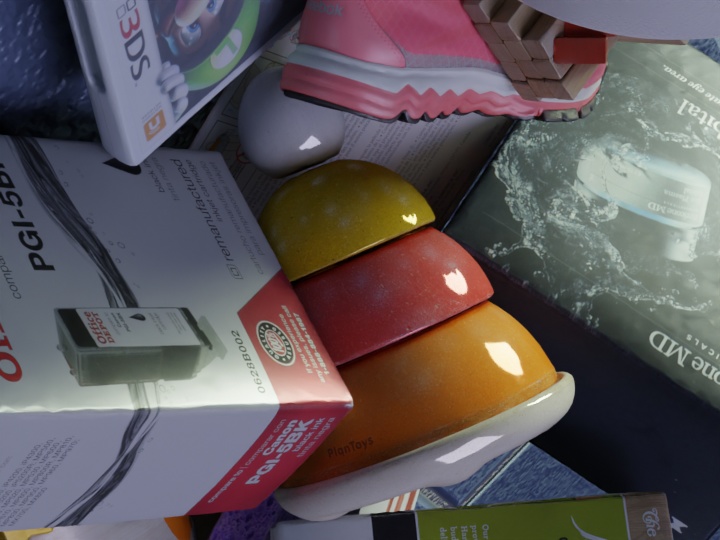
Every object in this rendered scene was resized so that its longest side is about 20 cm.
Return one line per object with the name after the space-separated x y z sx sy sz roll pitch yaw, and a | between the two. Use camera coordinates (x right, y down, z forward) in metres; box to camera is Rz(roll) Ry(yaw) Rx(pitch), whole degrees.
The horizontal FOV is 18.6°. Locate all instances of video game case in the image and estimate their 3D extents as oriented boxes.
-0.044 -0.161 0.895 0.200 0.023 0.182 -45 153 -23 | video game case

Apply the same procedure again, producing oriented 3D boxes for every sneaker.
0.051 -0.114 0.990 0.200 0.074 0.087 -7 110 -48 | sneaker

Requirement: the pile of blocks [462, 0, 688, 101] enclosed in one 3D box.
0.139 -0.140 0.984 0.200 0.062 0.082 -29 114 -34 | pile of blocks

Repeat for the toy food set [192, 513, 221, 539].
-0.078 0.100 1.197 0.198 0.049 0.200 -42 151 -8 | toy food set

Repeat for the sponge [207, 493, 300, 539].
-0.046 0.122 1.117 0.200 0.030 0.112 -62 171 2 | sponge

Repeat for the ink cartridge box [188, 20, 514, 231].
-0.027 -0.069 1.069 0.200 0.050 0.161 18 115 -39 | ink cartridge box

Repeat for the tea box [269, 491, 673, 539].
0.056 0.208 1.116 0.196 0.134 0.200 -3 158 -3 | tea box

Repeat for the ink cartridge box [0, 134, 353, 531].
-0.121 0.023 0.907 0.200 0.147 0.083 1 141 -48 | ink cartridge box

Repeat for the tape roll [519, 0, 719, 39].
0.129 -0.213 0.906 0.202 0.203 0.139 -32 149 -24 | tape roll

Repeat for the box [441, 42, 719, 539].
0.149 -0.001 1.131 0.200 0.196 0.118 -55 176 -35 | box

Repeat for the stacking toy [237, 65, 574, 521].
0.000 0.000 0.997 0.146 0.200 0.146 -21 -178 1 | stacking toy

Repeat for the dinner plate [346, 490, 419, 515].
0.016 0.105 1.278 0.200 0.024 0.201 16 90 -78 | dinner plate

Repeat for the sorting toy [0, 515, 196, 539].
-0.173 0.095 1.003 0.200 0.107 0.180 -28 117 -21 | sorting toy
